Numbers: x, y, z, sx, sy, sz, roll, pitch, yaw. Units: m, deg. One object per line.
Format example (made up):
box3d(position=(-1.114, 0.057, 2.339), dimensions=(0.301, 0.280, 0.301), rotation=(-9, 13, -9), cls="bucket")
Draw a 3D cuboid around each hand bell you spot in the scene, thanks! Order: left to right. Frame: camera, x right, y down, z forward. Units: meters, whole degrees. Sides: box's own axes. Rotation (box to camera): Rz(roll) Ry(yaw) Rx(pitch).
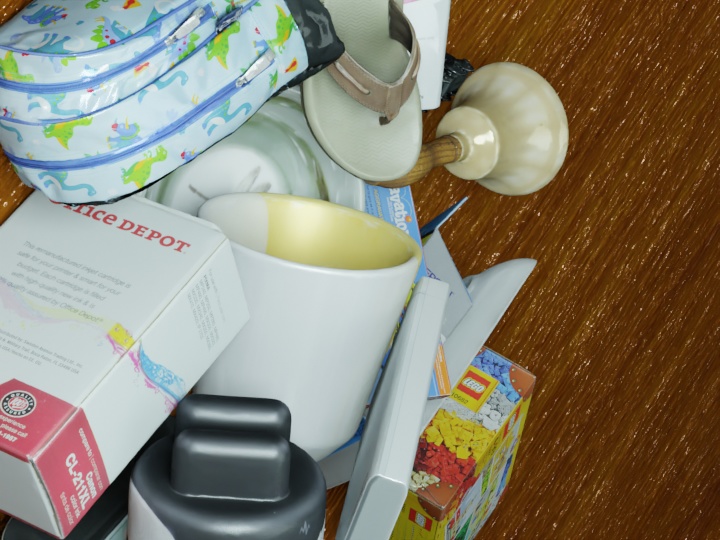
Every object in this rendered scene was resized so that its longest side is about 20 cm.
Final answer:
box3d(position=(0.061, -0.086, 1.769), dimensions=(0.200, 0.104, 0.104), rotation=(-23, 127, -54), cls="hand bell")

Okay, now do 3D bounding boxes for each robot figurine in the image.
box3d(position=(-0.083, 0.176, 1.500), dimensions=(0.150, 0.125, 0.200), rotation=(-27, 132, -47), cls="robot figurine")

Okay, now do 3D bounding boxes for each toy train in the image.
box3d(position=(0.039, -0.141, 1.818), dimensions=(0.034, 0.046, 0.200), rotation=(-61, 170, 19), cls="toy train")

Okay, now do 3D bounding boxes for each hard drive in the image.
box3d(position=(0.016, 0.113, 1.546), dimensions=(0.200, 0.027, 0.132), rotation=(-75, -176, -52), cls="hard drive")

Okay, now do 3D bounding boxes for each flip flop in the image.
box3d(position=(0.007, -0.145, 1.534), dimensions=(0.081, 0.058, 0.200), rotation=(-11, 119, -19), cls="flip flop")

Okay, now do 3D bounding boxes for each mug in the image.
box3d(position=(-0.031, 0.044, 1.613), dimensions=(0.186, 0.149, 0.153), rotation=(2, 110, -27), cls="mug")

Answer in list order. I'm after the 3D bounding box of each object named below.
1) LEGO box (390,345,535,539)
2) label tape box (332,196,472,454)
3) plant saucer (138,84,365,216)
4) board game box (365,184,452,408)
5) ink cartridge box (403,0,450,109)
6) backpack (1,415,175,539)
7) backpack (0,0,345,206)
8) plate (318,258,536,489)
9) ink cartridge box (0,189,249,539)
box3d(position=(0.066, 0.171, 2.010), dimensions=(0.149, 0.077, 0.200), rotation=(-52, 164, -29), cls="LEGO box")
box3d(position=(0.017, 0.049, 1.841), dimensions=(0.200, 0.066, 0.143), rotation=(-49, -173, -30), cls="label tape box")
box3d(position=(-0.088, -0.037, 1.665), dimensions=(0.200, 0.050, 0.200), rotation=(-13, 111, -37), cls="plant saucer")
box3d(position=(0.000, 0.000, 1.751), dimensions=(0.103, 0.019, 0.200), rotation=(-5, 78, -27), cls="board game box")
box3d(position=(-0.002, -0.223, 1.615), dimensions=(0.085, 0.145, 0.200), rotation=(-6, 117, -25), cls="ink cartridge box")
box3d(position=(-0.142, 0.206, 1.674), dimensions=(0.178, 0.151, 0.200), rotation=(-50, 151, -30), cls="backpack")
box3d(position=(-0.138, -0.125, 1.471), dimensions=(0.200, 0.163, 0.154), rotation=(-50, 138, -19), cls="backpack")
box3d(position=(0.040, 0.078, 1.913), dimensions=(0.200, 0.032, 0.200), rotation=(-54, -170, -24), cls="plate")
box3d(position=(-0.185, 0.047, 1.489), dimensions=(0.200, 0.146, 0.083), rotation=(-50, 145, -31), cls="ink cartridge box")
